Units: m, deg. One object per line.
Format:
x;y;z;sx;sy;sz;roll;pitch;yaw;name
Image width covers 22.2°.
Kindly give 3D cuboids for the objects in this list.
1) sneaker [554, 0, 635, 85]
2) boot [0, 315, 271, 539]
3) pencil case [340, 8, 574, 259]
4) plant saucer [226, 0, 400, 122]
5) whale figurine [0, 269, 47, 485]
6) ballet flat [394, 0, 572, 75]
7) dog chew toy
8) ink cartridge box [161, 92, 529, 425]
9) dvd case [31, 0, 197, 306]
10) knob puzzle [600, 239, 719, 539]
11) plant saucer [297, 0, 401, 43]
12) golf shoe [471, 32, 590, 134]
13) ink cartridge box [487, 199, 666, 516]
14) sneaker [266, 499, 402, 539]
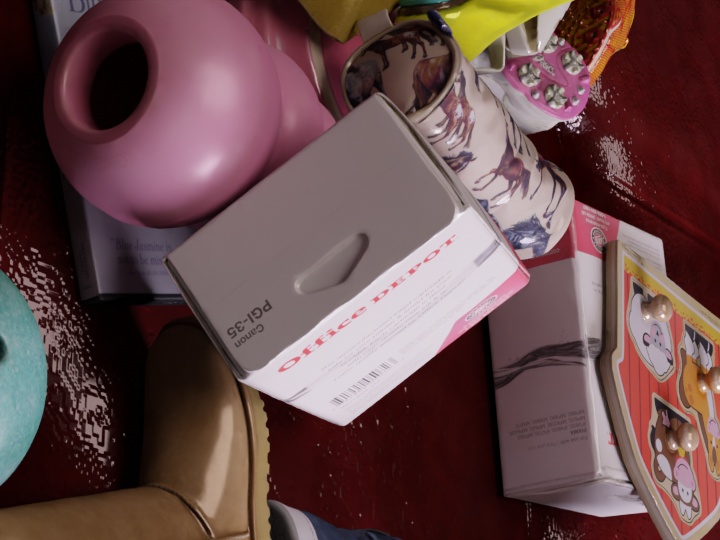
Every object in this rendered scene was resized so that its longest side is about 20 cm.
0.191;-0.193;1.478;0.077;0.073;0.200;62;37;-33;sneaker
-0.125;0.115;0.907;0.199;0.066;0.176;-6;81;-54;boot
0.063;-0.079;1.135;0.200;0.077;0.090;43;35;-51;pencil case
-0.009;-0.116;1.168;0.200;0.051;0.202;35;46;-47;plant saucer
-0.216;0.032;0.776;0.200;0.103;0.160;31;53;-45;whale figurine
0.093;-0.169;1.223;0.200;0.067;0.067;-29;110;-45;ballet flat
-0.076;-0.075;0.980;0.200;0.124;0.125;19;61;-58;dog chew toy
0.000;0.000;0.990;0.083;0.146;0.200;54;5;17;ink cartridge box
-0.119;-0.079;1.036;0.142;0.017;0.201;1;76;-54;dvd case
0.229;0.098;1.299;0.219;0.030;0.221;28;55;-50;knob puzzle
-0.025;-0.256;1.153;0.200;0.048;0.200;51;31;-3;plant saucer
0.068;-0.168;1.300;0.200;0.091;0.075;45;61;-5;golf shoe
0.163;0.068;1.316;0.145;0.084;0.201;19;60;-51;ink cartridge box
-0.001;0.238;1.020;0.146;0.077;0.204;22;58;-46;sneaker
